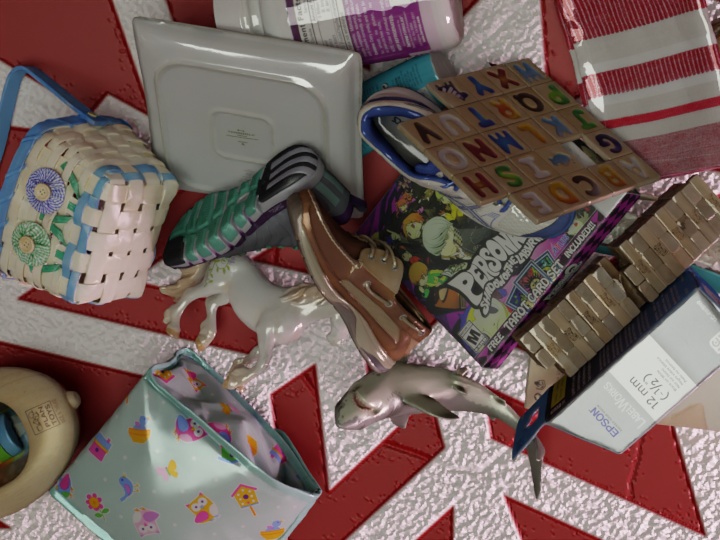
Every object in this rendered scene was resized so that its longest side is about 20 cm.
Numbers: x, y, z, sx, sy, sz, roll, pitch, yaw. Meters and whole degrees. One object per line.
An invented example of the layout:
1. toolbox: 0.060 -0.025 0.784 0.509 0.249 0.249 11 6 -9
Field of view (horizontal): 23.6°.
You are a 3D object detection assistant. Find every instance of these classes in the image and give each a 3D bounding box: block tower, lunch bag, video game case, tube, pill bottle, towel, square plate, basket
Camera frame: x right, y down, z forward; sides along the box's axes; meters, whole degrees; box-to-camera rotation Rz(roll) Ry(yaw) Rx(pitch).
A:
1. block tower: 0.219 0.007 1.435 0.200 0.058 0.054 -42 94 -1
2. lunch bag: -0.153 0.200 1.599 0.200 0.122 0.170 40 106 2
3. video game case: 0.114 -0.047 1.492 0.181 0.036 0.200 47 110 26
4. tube: -0.007 -0.130 1.525 0.200 0.050 0.078 -26 101 23
5. pill bottle: -0.019 -0.227 1.466 0.200 0.112 0.112 -9 104 11
6. towel: 0.236 -0.174 1.438 0.144 0.023 0.200 -10 97 47
7. square plate: -0.096 -0.123 1.492 0.200 0.028 0.198 11 139 10
8. basket: -0.269 -0.071 1.542 0.200 0.139 0.177 32 113 37

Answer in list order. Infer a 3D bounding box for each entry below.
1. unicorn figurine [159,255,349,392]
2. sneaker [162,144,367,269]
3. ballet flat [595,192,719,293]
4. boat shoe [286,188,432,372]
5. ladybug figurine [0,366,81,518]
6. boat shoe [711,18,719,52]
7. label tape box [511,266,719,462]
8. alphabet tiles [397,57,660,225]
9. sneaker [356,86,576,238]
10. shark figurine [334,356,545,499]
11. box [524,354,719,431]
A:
1. unicorn figurine: -0.087 0.041 1.556 0.200 0.074 0.137 39 95 10
2. sneaker: -0.088 -0.033 1.515 0.088 0.074 0.200 38 136 -28
3. ballet flat: 0.270 -0.030 1.502 0.200 0.072 0.072 17 107 3
4. boat shoe: 0.000 0.000 1.465 0.072 0.076 0.200 -28 131 5
5. ladybug figurine: -0.342 0.162 1.635 0.200 0.072 0.136 -25 87 19
6. boat shoe: 0.317 -0.179 1.435 0.200 0.072 0.076 -36 96 23
7. label tape box: 0.217 0.091 1.401 0.066 0.143 0.200 45 101 0
8. alphabet tiles: 0.129 -0.107 1.407 0.167 0.200 0.008 46 132 24
9. sneaker: 0.082 -0.080 1.418 0.200 0.088 0.075 28 107 8
10. shark figurine: 0.072 0.131 1.582 0.214 0.128 0.090 15 134 -14
11. box: 0.249 0.084 1.520 0.200 0.095 0.078 7 106 8
